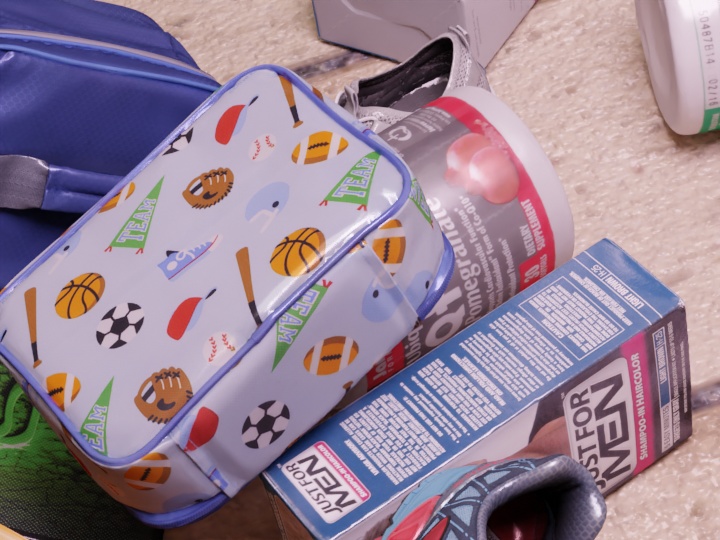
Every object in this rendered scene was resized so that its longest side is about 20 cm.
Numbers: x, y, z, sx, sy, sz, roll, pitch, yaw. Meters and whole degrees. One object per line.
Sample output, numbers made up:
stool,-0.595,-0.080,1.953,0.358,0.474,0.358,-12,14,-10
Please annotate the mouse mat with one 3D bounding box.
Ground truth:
mouse mat,-0.183,0.058,0.907,0.198,0.008,0.162,15,47,-8

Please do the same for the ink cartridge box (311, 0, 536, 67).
ink cartridge box,0.067,-0.216,1.138,0.114,0.068,0.200,19,54,27

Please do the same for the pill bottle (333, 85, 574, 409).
pill bottle,0.000,0.000,0.920,0.199,0.111,0.111,-31,48,-16

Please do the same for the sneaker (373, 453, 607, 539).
sneaker,0.032,0.140,0.692,0.095,0.079,0.201,-29,24,47

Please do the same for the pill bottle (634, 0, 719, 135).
pill bottle,0.257,-0.148,1.001,0.198,0.114,0.114,-12,46,2

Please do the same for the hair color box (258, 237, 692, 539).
hair color box,0.058,0.082,0.837,0.199,0.100,0.061,-32,48,-16

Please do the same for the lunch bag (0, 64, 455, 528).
lunch bag,-0.062,0.004,0.817,0.200,0.076,0.160,-42,45,-9

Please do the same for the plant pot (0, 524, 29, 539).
plant pot,-0.156,0.204,0.719,0.199,0.200,0.184,21,73,28

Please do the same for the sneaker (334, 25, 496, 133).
sneaker,-0.011,-0.065,1.002,0.200,0.082,0.075,-39,51,-20

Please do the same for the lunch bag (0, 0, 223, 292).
lunch bag,-0.151,-0.057,0.927,0.199,0.137,0.132,6,25,-35
